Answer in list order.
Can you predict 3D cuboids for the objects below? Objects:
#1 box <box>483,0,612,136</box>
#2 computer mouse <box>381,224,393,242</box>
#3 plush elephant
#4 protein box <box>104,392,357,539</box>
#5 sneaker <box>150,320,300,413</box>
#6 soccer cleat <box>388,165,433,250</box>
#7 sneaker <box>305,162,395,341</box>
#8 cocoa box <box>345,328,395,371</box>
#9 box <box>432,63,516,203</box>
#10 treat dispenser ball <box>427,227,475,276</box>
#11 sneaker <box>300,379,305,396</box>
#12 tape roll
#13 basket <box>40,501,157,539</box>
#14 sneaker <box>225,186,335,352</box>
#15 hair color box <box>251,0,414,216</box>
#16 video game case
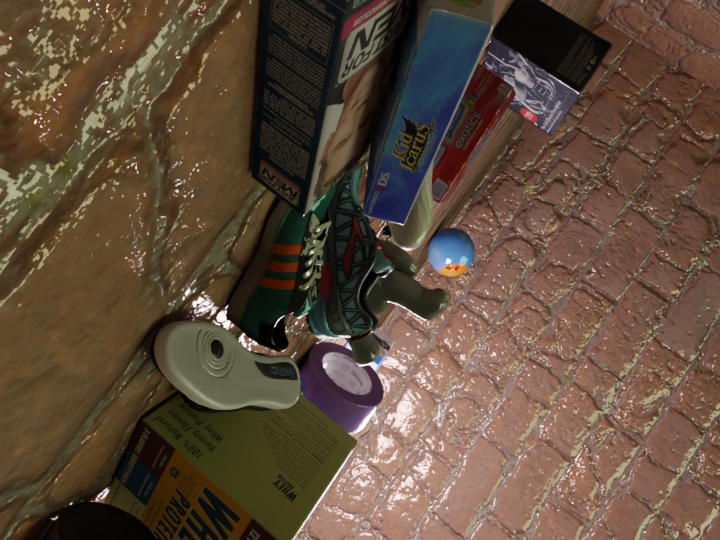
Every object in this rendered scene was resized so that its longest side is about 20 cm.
[{"bbox_3d":[0.327,-0.370,1.035,0.105,0.181,0.200,-52,171,-3],"label":"box"},{"bbox_3d":[0.084,-0.125,1.086,0.142,0.045,0.200,-58,-177,-9],"label":"computer mouse"},{"bbox_3d":[0.000,0.000,0.779,0.165,0.199,0.156,-44,-161,26],"label":"plush elephant"},{"bbox_3d":[-0.143,0.236,0.668,0.136,0.197,0.200,-57,171,23],"label":"protein box"},{"bbox_3d":[-0.155,0.109,0.558,0.200,0.109,0.075,38,45,-55],"label":"sneaker"},{"bbox_3d":[0.073,-0.133,0.797,0.077,0.068,0.206,33,65,-71],"label":"soccer cleat"},{"bbox_3d":[-0.003,-0.023,0.640,0.079,0.093,0.206,-1,96,-73],"label":"sneaker"},{"bbox_3d":[0.010,0.300,1.962,0.131,0.132,0.202,-45,167,-42],"label":"cocoa box"},{"bbox_3d":[0.145,-0.218,0.879,0.202,0.099,0.095,-58,170,19],"label":"box"},{"bbox_3d":[0.382,-0.077,2.365,0.202,0.199,0.201,-52,171,-12],"label":"treat dispenser ball"},{"bbox_3d":[-0.180,0.301,1.139,0.202,0.074,0.079,-55,168,-10],"label":"sneaker"},{"bbox_3d":[-0.049,0.264,1.285,0.086,0.198,0.200,-57,171,22],"label":"tape roll"},{"bbox_3d":[-0.286,0.341,0.528,0.203,0.134,0.180,-58,175,-1],"label":"basket"},{"bbox_3d":[-0.065,-0.006,0.581,0.202,0.079,0.071,-59,170,24],"label":"sneaker"},{"bbox_3d":[-0.020,-0.142,0.391,0.100,0.060,0.201,-49,170,-32],"label":"hair color box"},{"bbox_3d":[0.048,-0.172,0.455,0.201,0.044,0.185,112,-12,-56],"label":"video game case"}]
